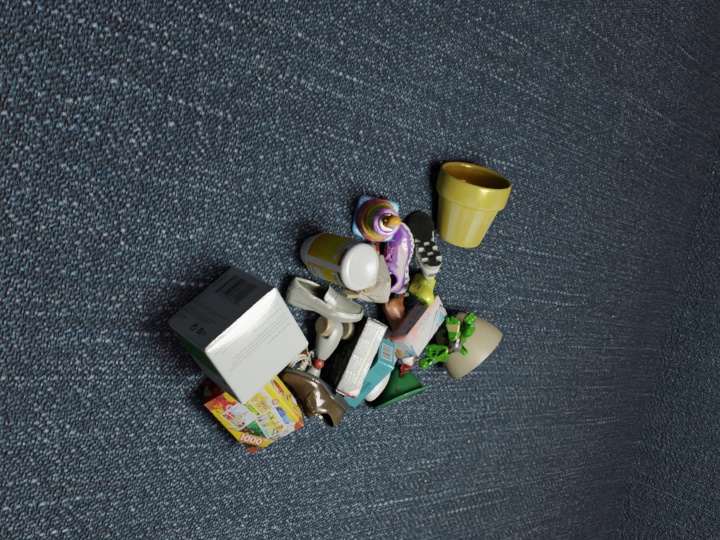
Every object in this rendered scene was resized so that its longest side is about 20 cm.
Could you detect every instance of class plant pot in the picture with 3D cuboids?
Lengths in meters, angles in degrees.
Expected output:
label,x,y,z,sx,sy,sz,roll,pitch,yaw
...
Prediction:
label,x,y,z,sx,sy,sz,roll,pitch,yaw
plant pot,0.296,-0.177,1.836,0.199,0.200,0.191,-11,125,-38
plant pot,0.300,0.203,1.958,0.135,0.200,0.200,47,67,-1

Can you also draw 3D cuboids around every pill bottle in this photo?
label,x,y,z,sx,sy,sz,roll,pitch,yaw
pill bottle,-0.056,-0.027,1.556,0.108,0.199,0.111,-13,110,-37

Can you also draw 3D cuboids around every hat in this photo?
label,x,y,z,sx,sy,sz,roll,pitch,yaw
hat,0.095,0.278,1.877,0.198,0.165,0.178,-11,74,-38

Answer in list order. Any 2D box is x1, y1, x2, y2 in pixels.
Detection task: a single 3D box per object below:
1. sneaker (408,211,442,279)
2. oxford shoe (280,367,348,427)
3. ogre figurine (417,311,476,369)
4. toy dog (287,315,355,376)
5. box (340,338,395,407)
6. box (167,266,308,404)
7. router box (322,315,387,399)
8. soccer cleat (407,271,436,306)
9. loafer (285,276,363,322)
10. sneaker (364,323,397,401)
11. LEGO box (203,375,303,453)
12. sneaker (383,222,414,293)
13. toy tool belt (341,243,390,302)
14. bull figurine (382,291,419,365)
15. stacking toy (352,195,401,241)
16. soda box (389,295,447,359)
label,x,y,z,sx,sy,sz,roll,pitch,yaw
sneaker,0.167,-0.066,1.791,0.073,0.202,0.089,-3,146,-8
oxford shoe,-0.117,0.304,1.579,0.200,0.072,0.085,41,55,-18
ogre figurine,0.250,0.197,1.827,0.202,0.097,0.120,-64,154,2
toy dog,-0.106,0.184,1.665,0.200,0.096,0.132,-46,131,-3
box,0.018,0.264,1.704,0.049,0.083,0.200,26,130,-16
box,-0.263,0.134,1.424,0.200,0.198,0.172,-42,126,-22
router box,-0.017,0.213,1.686,0.062,0.150,0.202,26,85,-16
soccer cleat,0.173,0.040,1.789,0.065,0.200,0.084,42,97,-8
loafer,-0.081,0.070,1.599,0.198,0.070,0.070,18,125,-16
sneaker,0.036,0.243,1.804,0.116,0.073,0.201,46,62,-37
LEGO box,-0.246,0.309,1.529,0.148,0.077,0.201,-29,125,6
sneaker,0.087,-0.028,1.749,0.088,0.080,0.203,-19,115,-52
toy tool belt,0.000,0.000,1.653,0.121,0.201,0.126,-4,127,-10
bull figurine,0.122,0.157,1.811,0.121,0.065,0.202,-42,113,-59
stacking toy,0.059,-0.121,1.622,0.115,0.200,0.111,11,94,-16
soda box,0.155,0.148,1.747,0.200,0.063,0.069,-45,113,-46
